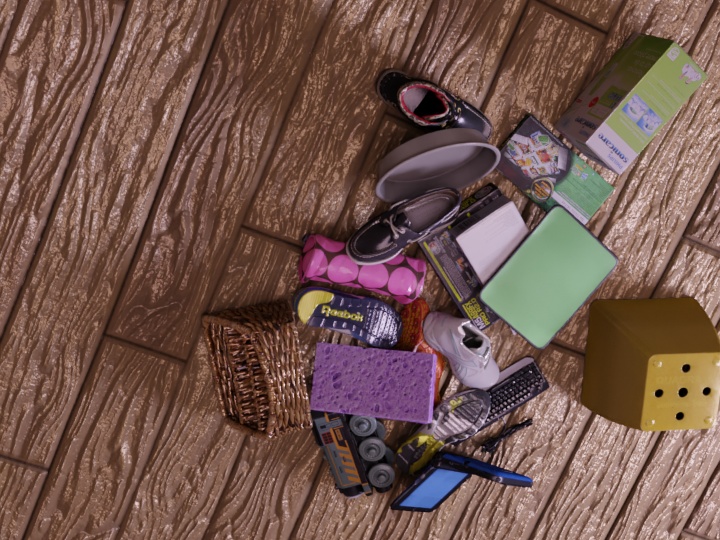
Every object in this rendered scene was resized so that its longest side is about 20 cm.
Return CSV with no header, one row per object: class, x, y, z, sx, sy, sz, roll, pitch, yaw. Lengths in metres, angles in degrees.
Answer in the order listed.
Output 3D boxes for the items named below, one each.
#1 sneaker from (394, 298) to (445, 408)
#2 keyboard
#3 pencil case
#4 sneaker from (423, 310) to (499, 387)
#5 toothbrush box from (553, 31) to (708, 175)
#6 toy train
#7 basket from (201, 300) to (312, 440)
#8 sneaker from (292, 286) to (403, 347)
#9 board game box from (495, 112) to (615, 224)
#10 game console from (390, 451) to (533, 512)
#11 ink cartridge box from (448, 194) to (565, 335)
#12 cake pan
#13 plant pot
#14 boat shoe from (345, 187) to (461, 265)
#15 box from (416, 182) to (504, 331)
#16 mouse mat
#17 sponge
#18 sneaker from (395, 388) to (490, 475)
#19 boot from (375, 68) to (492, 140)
sneaker,0.103,0.139,1.780,0.077,0.073,0.201,-14,113,-32
keyboard,0.242,0.248,1.855,0.199,0.021,0.127,-32,110,2
pencil case,0.000,0.000,1.699,0.199,0.091,0.094,14,144,-14
sneaker,0.183,0.138,1.753,0.200,0.080,0.071,44,60,-40
toothbrush box,0.417,-0.263,1.658,0.086,0.146,0.200,37,98,-19
toy train,-0.012,0.295,1.796,0.113,0.085,0.201,-16,112,8
basket,-0.164,0.167,1.690,0.148,0.143,0.201,-10,109,-8
sneaker,-0.022,0.069,1.725,0.199,0.082,0.074,20,88,-26
board game box,0.313,-0.156,1.739,0.200,0.023,0.105,38,95,-18
game console,0.173,0.374,1.783,0.170,0.200,0.119,15,85,28
ink cartridge box,0.237,-0.008,1.711,0.109,0.050,0.201,-33,111,-1
cake pan,0.114,-0.161,1.626,0.199,0.200,0.037,-14,73,-6
plant pot,0.506,0.172,1.796,0.199,0.176,0.201,-1,108,-10
boat shoe,0.070,-0.072,1.651,0.199,0.060,0.074,-22,75,-13
box,0.203,-0.018,1.751,0.160,0.044,0.201,-33,110,2
mouse mat,0.301,0.013,1.700,0.161,0.008,0.200,39,95,-22
sponge,0.021,0.181,1.723,0.199,0.030,0.112,5,79,13
sneaker,0.136,0.259,1.796,0.200,0.085,0.075,-40,97,16
boot,0.124,-0.235,1.608,0.203,0.154,0.074,26,100,-16
